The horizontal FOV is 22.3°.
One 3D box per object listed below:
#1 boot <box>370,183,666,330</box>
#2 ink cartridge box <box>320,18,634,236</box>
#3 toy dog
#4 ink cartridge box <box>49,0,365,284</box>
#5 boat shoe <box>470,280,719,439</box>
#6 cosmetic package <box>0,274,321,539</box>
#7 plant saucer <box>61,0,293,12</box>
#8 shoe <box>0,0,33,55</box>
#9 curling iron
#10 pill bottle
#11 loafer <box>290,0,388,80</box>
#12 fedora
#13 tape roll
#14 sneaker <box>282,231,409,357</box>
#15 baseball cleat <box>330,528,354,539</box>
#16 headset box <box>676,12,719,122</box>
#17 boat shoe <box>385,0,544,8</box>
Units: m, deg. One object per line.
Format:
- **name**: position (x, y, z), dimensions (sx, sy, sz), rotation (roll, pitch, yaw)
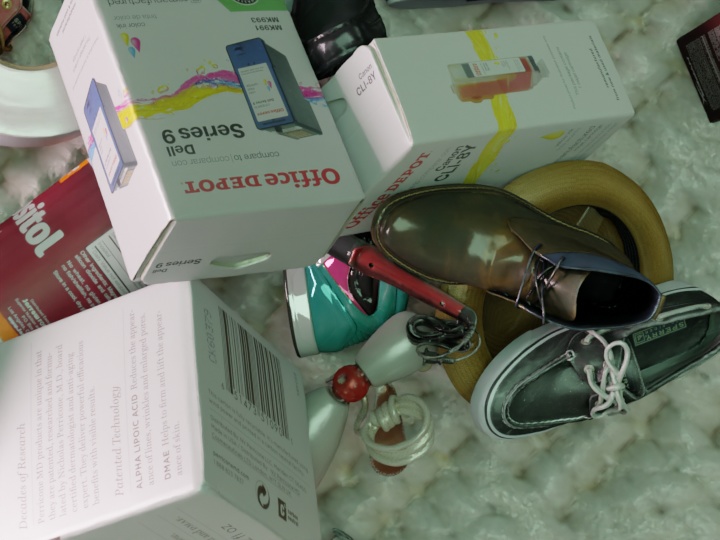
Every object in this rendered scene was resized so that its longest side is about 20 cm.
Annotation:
- **boot**: position (0.110, -0.009, 1.227), dimensions (0.199, 0.097, 0.075), rotation (11, 100, -25)
- **ink cartridge box**: position (0.066, -0.099, 1.281), dimensions (0.199, 0.145, 0.084), rotation (-10, 70, -34)
- **toy dog**: position (-0.018, 0.122, 1.333), dimensions (0.199, 0.096, 0.132), rotation (-23, 52, 18)
- **ink cartridge box**: position (-0.103, -0.101, 1.205), dimensions (0.145, 0.088, 0.201), rotation (-7, 64, -30)
- **boat shoe**: position (0.175, 0.070, 1.290), dimensions (0.199, 0.068, 0.074), rotation (-19, 110, -16)
- **cosmetic package**: position (-0.155, 0.133, 1.236), dimensions (0.199, 0.165, 0.166), rotation (-21, 54, 19)
- **plant saucer**: position (-0.129, -0.230, 1.374), dimensions (0.200, 0.039, 0.202), rotation (0, 86, -4)
- **shoe**: position (-0.287, -0.168, 1.346), dimensions (0.091, 0.071, 0.201), rotation (-7, 84, -1)
- **curling iron**: position (0.000, 0.000, 1.285), dimensions (0.200, 0.026, 0.050), rotation (37, 77, 16)
- **pill bottle**: position (-0.194, -0.014, 1.323), dimensions (0.200, 0.113, 0.113), rotation (-37, 90, -5)
- **loafer**: position (-0.022, -0.181, 1.297), dimensions (0.068, 0.201, 0.071), rotation (-23, 105, 4)
- **fedora**: position (0.133, 0.011, 1.343), dimensions (0.200, 0.082, 0.202), rotation (-6, 107, -19)
- **tape roll**: position (-0.238, -0.189, 1.292), dimensions (0.202, 0.071, 0.203), rotation (0, 88, -16)
- **sneaker**: position (-0.001, -0.041, 1.348), dimensions (0.120, 0.084, 0.201), rotation (-6, 95, 1)
- **baseball cleat**: position (-0.062, 0.281, 1.346), dimensions (0.106, 0.070, 0.200), rotation (38, 76, 6)
- **headset box**: position (0.330, -0.176, 1.319), dimensions (0.148, 0.200, 0.077), rotation (-23, 89, -3)
- **boat shoe**: position (0.114, -0.239, 1.380), dimensions (0.199, 0.070, 0.067), rotation (-5, 89, 4)
